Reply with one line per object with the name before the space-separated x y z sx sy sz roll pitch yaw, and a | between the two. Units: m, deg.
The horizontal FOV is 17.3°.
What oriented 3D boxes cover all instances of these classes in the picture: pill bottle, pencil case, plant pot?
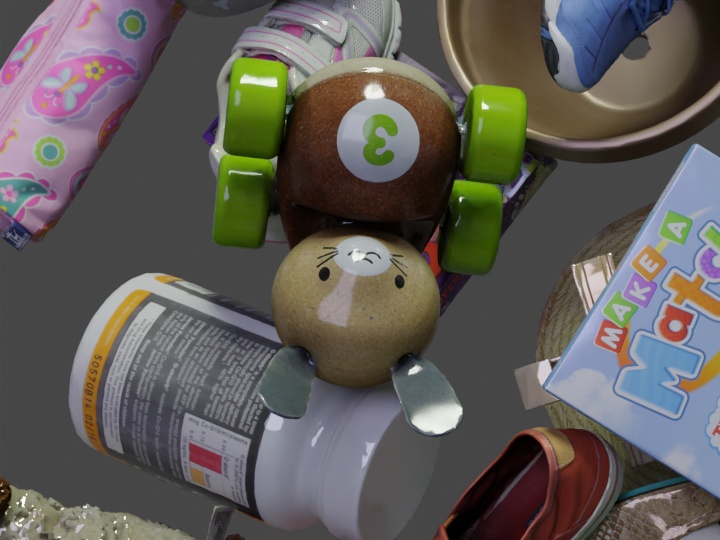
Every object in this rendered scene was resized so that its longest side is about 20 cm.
pill bottle | -0.061 0.083 1.382 0.200 0.116 0.117 21 80 26
pencil case | -0.193 -0.114 1.521 0.087 0.087 0.200 30 83 27
plant pot | 0.153 -0.149 1.397 0.200 0.093 0.201 -6 70 19

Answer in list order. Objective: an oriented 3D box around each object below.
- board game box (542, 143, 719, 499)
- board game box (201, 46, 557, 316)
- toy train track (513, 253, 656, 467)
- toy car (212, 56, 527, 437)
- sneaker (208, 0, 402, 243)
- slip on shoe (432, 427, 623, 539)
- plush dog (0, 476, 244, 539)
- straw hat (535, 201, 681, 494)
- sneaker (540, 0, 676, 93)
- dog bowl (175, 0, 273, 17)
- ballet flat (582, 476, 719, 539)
board game box | 0.218 0.051 1.231 0.200 0.037 0.151 32 92 3
board game box | 0.009 -0.074 1.463 0.200 0.032 0.120 36 91 27
toy train track | 0.179 0.035 1.264 0.200 0.033 0.115 -18 84 9
toy car | 0.000 0.000 1.294 0.164 0.158 0.200 6 51 -4
sneaker | -0.035 -0.121 1.430 0.081 0.088 0.200 8 76 23
slip on shoe | 0.058 0.161 1.266 0.200 0.061 0.074 -52 44 14
plush dog | -0.172 0.182 1.379 0.172 0.200 0.161 19 46 16
straw hat | 0.180 0.037 1.324 0.201 0.085 0.201 -7 70 19
sneaker | 0.168 -0.184 1.309 0.077 0.076 0.200 29 84 31
dog bowl | -0.061 -0.240 1.460 0.200 0.059 0.200 -28 37 23
ballet flat | 0.209 0.136 1.272 0.200 0.071 0.065 -20 59 3
